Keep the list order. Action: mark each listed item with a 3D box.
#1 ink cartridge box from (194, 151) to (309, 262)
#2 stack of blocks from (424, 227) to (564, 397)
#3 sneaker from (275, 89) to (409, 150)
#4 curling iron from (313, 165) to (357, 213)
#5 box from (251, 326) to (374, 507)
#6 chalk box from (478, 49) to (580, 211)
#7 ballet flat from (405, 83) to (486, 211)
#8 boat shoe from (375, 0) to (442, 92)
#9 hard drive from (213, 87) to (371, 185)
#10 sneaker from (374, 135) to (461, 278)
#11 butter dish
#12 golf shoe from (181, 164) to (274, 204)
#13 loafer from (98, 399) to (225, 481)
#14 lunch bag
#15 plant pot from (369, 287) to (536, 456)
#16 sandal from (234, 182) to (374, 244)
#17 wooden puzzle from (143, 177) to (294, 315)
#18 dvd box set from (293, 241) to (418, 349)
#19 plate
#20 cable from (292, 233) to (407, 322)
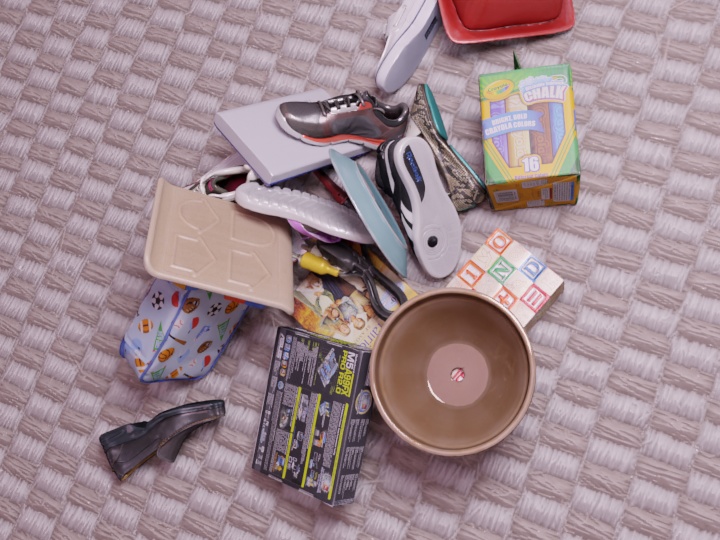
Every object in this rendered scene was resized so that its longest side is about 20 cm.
[{"bbox_3d":[-0.161,-0.072,1.223,0.109,0.050,0.201,-36,72,3],"label":"ink cartridge box"},{"bbox_3d":[0.165,0.059,1.103,0.115,0.059,0.200,40,89,20],"label":"stack of blocks"},{"bbox_3d":[-0.021,-0.227,1.165,0.198,0.082,0.077,2,49,-24],"label":"sneaker"},{"bbox_3d":[-0.021,-0.111,1.203,0.201,0.025,0.050,56,131,20],"label":"curling iron"},{"bbox_3d":[-0.060,0.187,1.086,0.159,0.044,0.202,11,91,40],"label":"box"},{"bbox_3d":[0.229,-0.198,1.117,0.123,0.125,0.202,-3,77,13],"label":"chalk box"},{"bbox_3d":[0.107,-0.172,1.176,0.075,0.068,0.201,-31,74,14],"label":"ballet flat"},{"bbox_3d":[0.068,-0.356,1.232,0.065,0.074,0.201,26,73,22],"label":"boat shoe"},{"bbox_3d":[-0.092,-0.196,1.180,0.199,0.025,0.132,-25,64,-41],"label":"hard drive"},{"bbox_3d":[0.078,-0.092,1.162,0.073,0.112,0.202,-20,105,-18],"label":"sneaker"},{"bbox_3d":[0.209,-0.442,1.154,0.198,0.148,0.201,-8,74,-8],"label":"butter dish"},{"bbox_3d":[-0.220,-0.108,1.174,0.199,0.088,0.078,-21,74,9],"label":"golf shoe"},{"bbox_3d":[-0.273,0.237,1.168,0.199,0.073,0.073,-23,80,18],"label":"loafer"},{"bbox_3d":[-0.233,0.069,1.137,0.076,0.160,0.201,44,111,25],"label":"lunch bag"},{"bbox_3d":[0.117,0.127,1.018,0.199,0.093,0.203,-3,78,13],"label":"plant pot"},{"bbox_3d":[-0.074,-0.069,1.114,0.201,0.083,0.050,20,118,5],"label":"sandal"},{"bbox_3d":[-0.181,-0.025,1.068,0.046,0.199,0.186,-56,25,33],"label":"wooden puzzle"},{"bbox_3d":[-0.002,0.055,1.129,0.147,0.029,0.200,-48,54,3],"label":"dvd box set"},{"bbox_3d":[0.019,-0.082,1.099,0.025,0.200,0.201,-30,71,9],"label":"plate"},{"bbox_3d":[0.000,0.000,1.120,0.200,0.051,0.097,38,60,23],"label":"cable"}]
